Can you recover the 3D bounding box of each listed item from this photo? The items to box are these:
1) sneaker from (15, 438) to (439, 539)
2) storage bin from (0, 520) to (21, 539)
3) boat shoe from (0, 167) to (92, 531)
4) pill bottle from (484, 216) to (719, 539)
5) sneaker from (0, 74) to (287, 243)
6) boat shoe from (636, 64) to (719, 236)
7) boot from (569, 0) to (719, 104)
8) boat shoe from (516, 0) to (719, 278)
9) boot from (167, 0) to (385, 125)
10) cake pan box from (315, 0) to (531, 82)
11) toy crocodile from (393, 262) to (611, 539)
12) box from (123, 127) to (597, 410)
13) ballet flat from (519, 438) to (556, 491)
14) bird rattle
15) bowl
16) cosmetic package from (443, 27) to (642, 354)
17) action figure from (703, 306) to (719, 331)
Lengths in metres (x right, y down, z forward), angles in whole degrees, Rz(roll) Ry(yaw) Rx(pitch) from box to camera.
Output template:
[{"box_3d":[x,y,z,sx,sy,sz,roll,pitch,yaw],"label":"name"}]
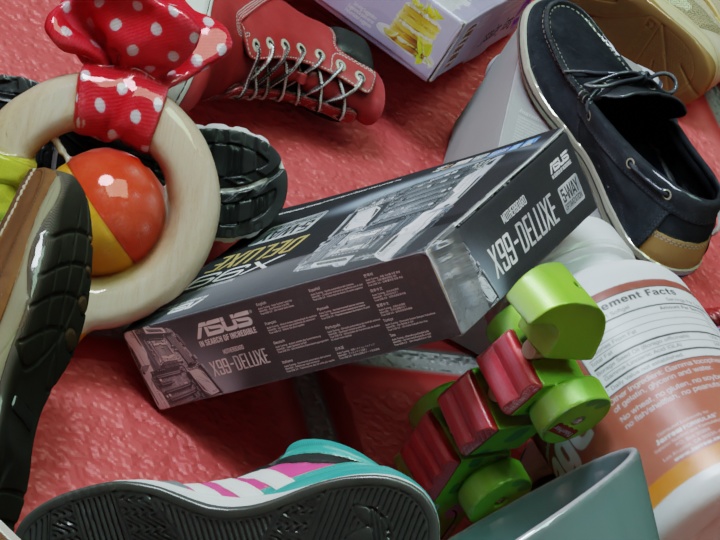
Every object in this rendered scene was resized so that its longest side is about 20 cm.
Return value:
[{"box_3d":[-0.059,0.125,1.319,0.199,0.084,0.121,-3,-2,4],"label":"sneaker"},{"box_3d":[-0.241,0.159,1.140,0.200,0.094,0.198,42,38,12],"label":"storage bin"},{"box_3d":[-0.182,0.041,1.287,0.074,0.076,0.201,9,62,15],"label":"boat shoe"},{"box_3d":[0.142,0.069,1.407,0.112,0.112,0.200,1,41,-34],"label":"pill bottle"},{"box_3d":[-0.142,-0.057,1.478,0.199,0.074,0.079,12,2,-11],"label":"sneaker"},{"box_3d":[0.177,-0.042,1.669,0.086,0.075,0.202,26,40,-7],"label":"boat shoe"},{"box_3d":[0.197,-0.210,1.867,0.200,0.073,0.155,45,40,13],"label":"boot"},{"box_3d":[0.148,-0.085,1.537,0.074,0.062,0.200,4,46,-33],"label":"boat shoe"},{"box_3d":[-0.051,-0.115,1.570,0.144,0.073,0.200,30,21,-7],"label":"boot"},{"box_3d":[0.010,-0.203,1.716,0.184,0.052,0.200,39,23,7],"label":"cake pan box"},{"box_3d":[0.063,0.071,1.363,0.062,0.200,0.068,-6,58,-38],"label":"toy crocodile"},{"box_3d":[0.000,0.000,1.407,0.158,0.200,0.050,-40,110,-51],"label":"box"},{"box_3d":[0.175,0.129,1.493,0.199,0.070,0.070,17,40,-14],"label":"ballet flat"},{"box_3d":[-0.141,-0.053,1.400,0.200,0.113,0.163,-34,94,-15],"label":"bird rattle"},{"box_3d":[0.069,0.177,1.281,0.201,0.201,0.105,-30,87,-49],"label":"bowl"},{"box_3d":[0.096,-0.049,1.595,0.090,0.107,0.200,29,39,-6],"label":"cosmetic package"},{"box_3d":[0.185,0.055,1.498,0.052,0.200,0.066,-18,94,-25],"label":"action figure"}]
